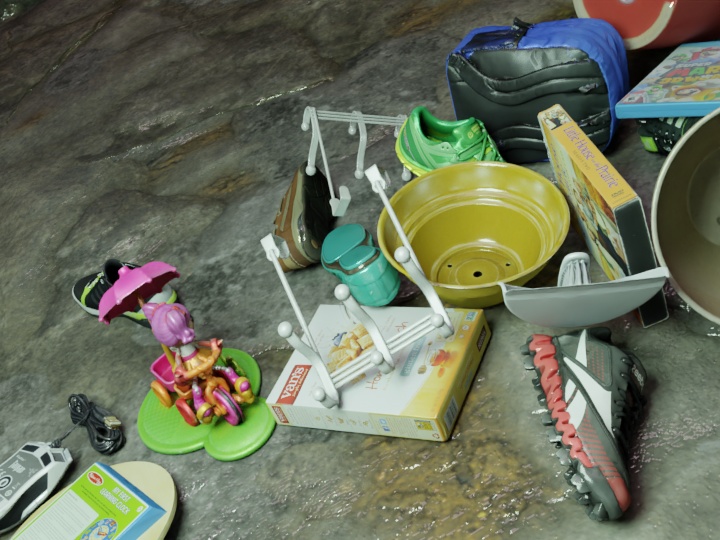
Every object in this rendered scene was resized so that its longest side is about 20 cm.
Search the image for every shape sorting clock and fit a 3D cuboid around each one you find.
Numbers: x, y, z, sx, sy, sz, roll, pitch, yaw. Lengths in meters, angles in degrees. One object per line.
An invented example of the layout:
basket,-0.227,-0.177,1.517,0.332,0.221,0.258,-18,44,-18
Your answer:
shape sorting clock,-0.264,0.259,0.899,0.197,0.040,0.201,-23,29,13

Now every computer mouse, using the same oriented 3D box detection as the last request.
computer mouse,-0.348,0.218,1.005,0.109,0.044,0.200,20,48,39

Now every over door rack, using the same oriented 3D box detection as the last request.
over door rack,0.012,-0.126,1.171,0.145,0.067,0.202,1,42,-20
over door rack,-0.014,0.007,0.897,0.146,0.066,0.202,-31,59,14

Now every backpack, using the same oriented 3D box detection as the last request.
backpack,0.227,-0.232,1.141,0.197,0.164,0.168,4,40,35

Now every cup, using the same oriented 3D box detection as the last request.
cup,0.354,-0.060,0.840,0.197,0.204,0.143,-15,9,13

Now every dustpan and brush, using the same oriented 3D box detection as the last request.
dustpan and brush,0.190,0.021,0.846,0.137,0.200,0.058,-5,68,5

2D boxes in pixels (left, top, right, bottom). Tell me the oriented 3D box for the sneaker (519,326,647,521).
sneaker,0.199,0.116,0.781,0.096,0.072,0.202,-20,34,10

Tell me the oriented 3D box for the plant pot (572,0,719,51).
plant pot,0.367,-0.363,1.158,0.198,0.204,0.176,15,32,42

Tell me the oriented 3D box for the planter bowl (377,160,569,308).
planter bowl,0.121,-0.022,0.985,0.196,0.084,0.202,-7,42,7

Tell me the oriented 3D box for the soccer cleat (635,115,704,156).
soccer cleat,0.360,-0.149,1.047,0.080,0.068,0.201,-26,27,14

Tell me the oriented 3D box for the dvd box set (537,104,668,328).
dvd box set,0.236,-0.059,0.922,0.029,0.148,0.201,-23,35,4

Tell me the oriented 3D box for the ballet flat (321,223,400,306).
ballet flat,0.000,0.000,1.045,0.067,0.071,0.200,-31,16,-3

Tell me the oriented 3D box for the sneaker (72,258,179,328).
sneaker,-0.310,0.013,1.210,0.197,0.084,0.072,7,44,37

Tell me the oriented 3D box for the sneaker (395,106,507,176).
sneaker,0.130,-0.129,1.096,0.198,0.085,0.074,27,42,16

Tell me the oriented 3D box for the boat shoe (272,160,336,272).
boat shoe,-0.079,-0.069,1.191,0.073,0.076,0.201,-31,26,21

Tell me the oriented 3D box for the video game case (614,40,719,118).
video game case,0.394,-0.220,1.057,0.141,0.018,0.199,5,33,41

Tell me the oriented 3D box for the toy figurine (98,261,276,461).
toy figurine,-0.190,0.081,0.961,0.150,0.186,0.199,-40,38,-23

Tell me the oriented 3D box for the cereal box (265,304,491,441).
cereal box,0.018,0.097,0.942,0.197,0.040,0.145,0,42,31
